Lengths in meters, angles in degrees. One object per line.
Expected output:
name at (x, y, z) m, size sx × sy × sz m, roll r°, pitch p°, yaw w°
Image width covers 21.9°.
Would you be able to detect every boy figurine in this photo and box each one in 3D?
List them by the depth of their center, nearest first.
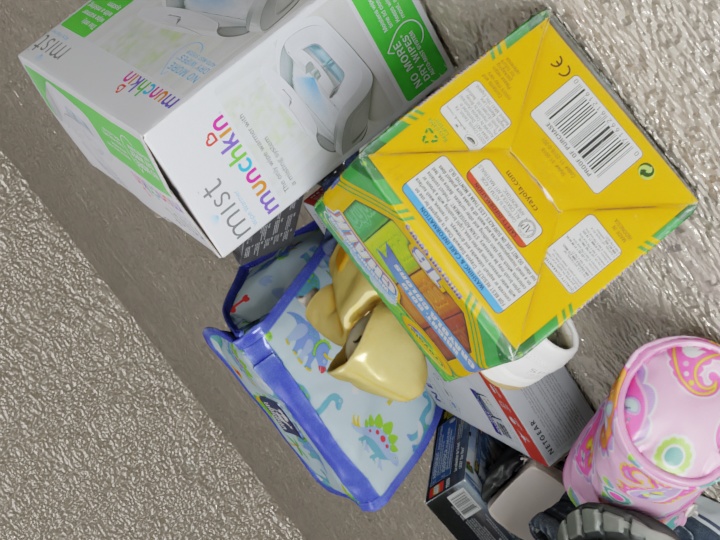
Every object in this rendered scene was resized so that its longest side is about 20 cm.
boy figurine at (0.000, 0.000, 1.150) m, size 0.064 × 0.124 × 0.200 m, roll 20°, pitch -134°, yaw -30°

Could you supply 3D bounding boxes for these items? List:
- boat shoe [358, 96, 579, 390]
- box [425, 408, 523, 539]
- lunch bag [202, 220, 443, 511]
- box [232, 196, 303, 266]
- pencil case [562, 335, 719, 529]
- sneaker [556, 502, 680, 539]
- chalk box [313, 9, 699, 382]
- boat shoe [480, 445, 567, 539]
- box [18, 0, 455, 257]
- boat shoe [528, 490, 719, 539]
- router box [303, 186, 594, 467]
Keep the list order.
boat shoe at (0.070, -0.030, 1.091) m, size 0.069 × 0.071 × 0.200 m, roll -31°, pitch 90°, yaw 51°
box at (0.127, 0.200, 1.392) m, size 0.200 × 0.040 × 0.137 m, roll 50°, pitch -159°, yaw -15°
lunch bag at (-0.024, 0.073, 1.406) m, size 0.170 × 0.127 × 0.200 m, roll 53°, pitch -163°, yaw -15°
box at (-0.095, -0.110, 1.342) m, size 0.158 × 0.050 × 0.200 m, roll 63°, pitch 166°, yaw 15°
pencil case at (0.168, 0.099, 1.043) m, size 0.087 × 0.087 × 0.200 m, roll 48°, pitch 167°, yaw 13°
sneaker at (0.147, 0.177, 1.080) m, size 0.200 × 0.079 × 0.076 m, roll 138°, pitch 128°, yaw -65°
chalk box at (0.063, -0.028, 0.958) m, size 0.125 × 0.124 × 0.200 m, roll 52°, pitch 167°, yaw 1°
boat shoe at (0.176, 0.186, 1.329) m, size 0.200 × 0.075 × 0.093 m, roll 41°, pitch -161°, yaw -6°
box at (-0.076, -0.119, 1.080) m, size 0.200 × 0.176 × 0.097 m, roll 34°, pitch 159°, yaw 55°
boat shoe at (0.194, 0.188, 1.177) m, size 0.200 × 0.091 × 0.071 m, roll 34°, pitch 159°, yaw 54°
router box at (0.061, 0.028, 1.296) m, size 0.200 × 0.049 × 0.179 m, roll 56°, pitch 167°, yaw -21°
